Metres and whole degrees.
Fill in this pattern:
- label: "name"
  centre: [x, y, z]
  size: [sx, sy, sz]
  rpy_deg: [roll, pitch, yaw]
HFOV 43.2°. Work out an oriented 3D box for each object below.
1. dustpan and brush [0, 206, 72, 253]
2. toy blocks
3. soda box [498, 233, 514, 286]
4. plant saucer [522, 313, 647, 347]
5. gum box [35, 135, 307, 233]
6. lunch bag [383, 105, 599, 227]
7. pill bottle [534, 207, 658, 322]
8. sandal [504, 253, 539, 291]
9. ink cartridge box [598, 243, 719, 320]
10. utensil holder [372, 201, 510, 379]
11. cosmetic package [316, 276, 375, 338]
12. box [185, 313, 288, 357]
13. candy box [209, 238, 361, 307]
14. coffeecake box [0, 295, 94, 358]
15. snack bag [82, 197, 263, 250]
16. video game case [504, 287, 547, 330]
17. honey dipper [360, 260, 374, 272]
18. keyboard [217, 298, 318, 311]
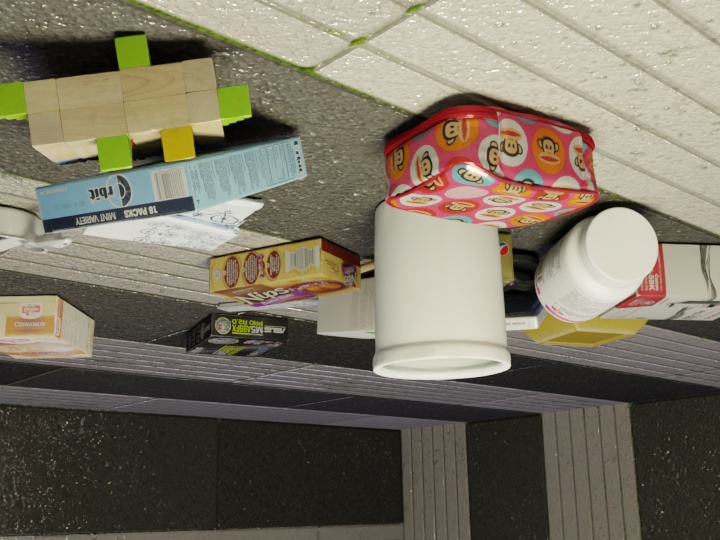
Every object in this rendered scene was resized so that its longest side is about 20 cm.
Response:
- label: "dustpan and brush"
  centre: [-0.420, -0.043, 1.111]
  size: [0.196, 0.059, 0.139]
  rpy_deg: [-11, 162, 31]
- label: "toy blocks"
  centre: [-0.193, -0.129, 0.778]
  size: [0.195, 0.102, 0.137]
  rpy_deg: [-9, 179, -8]
- label: "soda box"
  centre: [0.157, 0.006, 1.323]
  size: [0.062, 0.069, 0.200]
  rpy_deg: [1, 165, -12]
- label: "plant saucer"
  centre: [0.439, 0.112, 1.784]
  size: [0.196, 0.050, 0.200]
  rpy_deg: [5, 164, -21]
- label: "gum box"
  centre: [-0.168, -0.083, 0.847]
  size: [0.167, 0.046, 0.199]
  rpy_deg: [-6, -170, 26]
- label: "lunch bag"
  centre: [0.124, -0.094, 0.926]
  size: [0.196, 0.084, 0.175]
  rpy_deg: [8, 163, -32]
- label: "pill bottle"
  centre: [0.311, -0.006, 1.207]
  size: [0.111, 0.116, 0.200]
  rpy_deg: [0, 165, -6]
- label: "sandal"
  centre: [0.243, 0.014, 1.399]
  size: [0.074, 0.049, 0.200]
  rpy_deg: [-5, 166, 16]
- label: "ink cartridge box"
  centre: [0.475, 0.020, 1.372]
  size: [0.195, 0.085, 0.147]
  rpy_deg: [1, 164, -8]
- label: "utensil holder"
  centre: [0.096, 0.021, 1.120]
  size: [0.166, 0.205, 0.170]
  rpy_deg: [-1, 166, 0]
- label: "cosmetic package"
  centre: [0.020, 0.061, 1.434]
  size: [0.106, 0.087, 0.199]
  rpy_deg: [7, 171, -27]
- label: "box"
  centre: [-0.248, 0.132, 1.808]
  size: [0.157, 0.045, 0.199]
  rpy_deg: [5, 163, -25]
- label: "candy box"
  centre: [-0.111, 0.006, 1.329]
  size: [0.196, 0.058, 0.116]
  rpy_deg: [-11, 163, 27]
- label: "coffeecake box"
  centre: [-0.580, 0.103, 1.619]
  size: [0.150, 0.075, 0.200]
  rpy_deg: [-1, 164, 2]
- label: "snack bag"
  centre: [-0.232, -0.065, 1.123]
  size: [0.185, 0.022, 0.199]
  rpy_deg: [9, 162, -31]
- label: "video game case"
  centre: [0.212, 0.060, 1.451]
  size: [0.178, 0.024, 0.200]
  rpy_deg: [-6, -169, 23]
- label: "honey dipper"
  centre: [0.000, 0.000, 1.356]
  size: [0.197, 0.039, 0.038]
  rpy_deg: [-16, 159, 39]
- label: "keyboard"
  centre: [-0.155, 0.062, 1.621]
  size: [0.195, 0.011, 0.056]
  rpy_deg: [-5, 165, 14]
